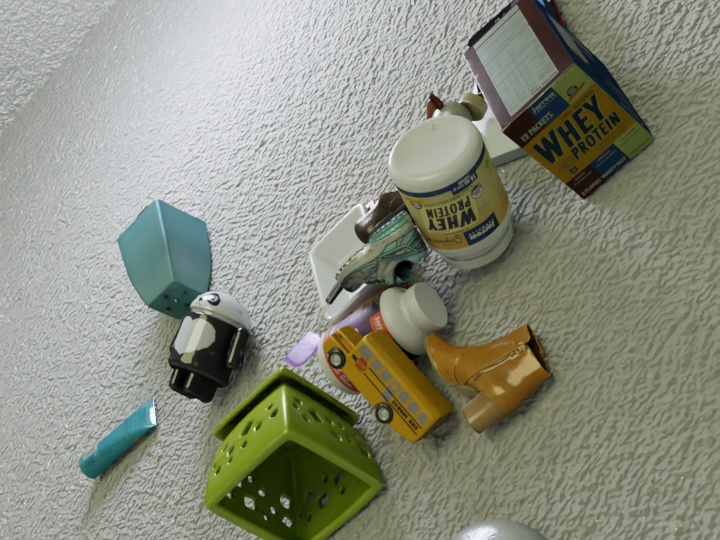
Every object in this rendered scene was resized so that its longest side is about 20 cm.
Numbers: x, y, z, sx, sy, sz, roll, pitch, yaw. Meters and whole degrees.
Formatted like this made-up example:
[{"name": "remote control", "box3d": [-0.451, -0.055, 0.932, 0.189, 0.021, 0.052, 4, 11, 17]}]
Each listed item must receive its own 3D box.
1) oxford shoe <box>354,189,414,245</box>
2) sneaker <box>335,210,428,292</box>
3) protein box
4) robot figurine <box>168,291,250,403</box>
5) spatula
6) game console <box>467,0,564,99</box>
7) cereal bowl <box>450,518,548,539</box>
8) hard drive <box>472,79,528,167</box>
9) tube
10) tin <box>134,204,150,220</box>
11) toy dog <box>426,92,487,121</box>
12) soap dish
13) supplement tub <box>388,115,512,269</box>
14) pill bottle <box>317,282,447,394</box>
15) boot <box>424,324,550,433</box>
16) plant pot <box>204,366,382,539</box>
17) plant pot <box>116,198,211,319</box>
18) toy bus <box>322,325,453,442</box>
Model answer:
[{"name": "oxford shoe", "box3d": [0.071, -0.111, 1.803, 0.199, 0.073, 0.084, -34, 49, -21]}, {"name": "sneaker", "box3d": [0.032, -0.004, 1.690, 0.077, 0.087, 0.200, -36, -6, -37]}, {"name": "protein box", "box3d": [0.281, -0.250, 1.599, 0.135, 0.198, 0.201, -42, 38, 22]}, {"name": "robot figurine", "box3d": [-0.282, 0.138, 2.063, 0.125, 0.149, 0.202, 99, -168, -75]}, {"name": "spatula", "box3d": [-0.056, 0.068, 1.792, 0.056, 0.020, 0.201, 29, 89, 56]}, {"name": "game console", "box3d": [0.253, -0.387, 1.846, 0.176, 0.031, 0.201, -35, 31, 23]}, {"name": "cereal bowl", "box3d": [0.153, 0.399, 1.379, 0.199, 0.083, 0.202, -30, 43, 33]}, {"name": "hard drive", "box3d": [0.232, -0.261, 1.817, 0.131, 0.026, 0.202, -19, 51, 43]}, {"name": "tube", "box3d": [-0.481, 0.339, 2.232, 0.200, 0.050, 0.078, -41, 43, 16]}, {"name": "tin", "box3d": [-0.464, -0.085, 2.529, 0.200, 0.042, 0.113, 28, 92, 55]}, {"name": "toy dog", "box3d": [0.116, -0.236, 1.838, 0.200, 0.096, 0.132, -38, 19, 43]}, {"name": "soap dish", "box3d": [0.000, 0.000, 1.860, 0.157, 0.081, 0.201, -43, 38, 21]}, {"name": "supplement tub", "box3d": [0.139, -0.112, 1.646, 0.143, 0.201, 0.145, -17, 43, 17]}, {"name": "pill bottle", "box3d": [0.035, 0.101, 1.715, 0.199, 0.112, 0.113, -36, 41, 29]}, {"name": "boot", "box3d": [0.182, 0.121, 1.572, 0.144, 0.071, 0.202, -43, 41, 11]}, {"name": "plant pot", "box3d": [-0.107, 0.279, 1.695, 0.200, 0.198, 0.182, -43, 31, 21]}, {"name": "plant pot", "box3d": [-0.397, -0.010, 2.310, 0.141, 0.141, 0.201, -40, 47, 24]}, {"name": "toy bus", "box3d": [0.037, 0.157, 1.620, 0.200, 0.065, 0.078, 48, 116, 15]}]
